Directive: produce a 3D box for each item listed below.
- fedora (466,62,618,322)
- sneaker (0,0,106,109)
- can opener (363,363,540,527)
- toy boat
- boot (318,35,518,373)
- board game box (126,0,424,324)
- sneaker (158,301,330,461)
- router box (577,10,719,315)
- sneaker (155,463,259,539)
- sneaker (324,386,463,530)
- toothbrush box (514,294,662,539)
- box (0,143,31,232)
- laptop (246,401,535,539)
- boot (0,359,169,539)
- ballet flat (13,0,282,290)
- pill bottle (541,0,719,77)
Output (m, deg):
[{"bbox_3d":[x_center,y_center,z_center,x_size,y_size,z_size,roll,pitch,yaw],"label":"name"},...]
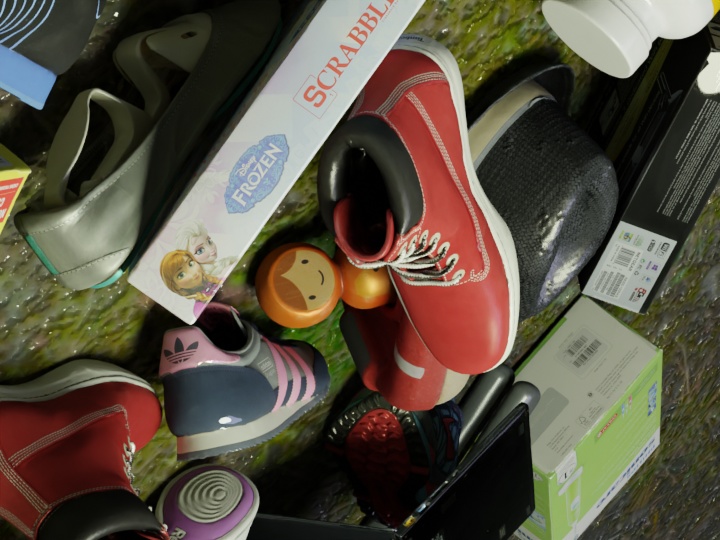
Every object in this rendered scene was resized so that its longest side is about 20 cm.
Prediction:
[{"bbox_3d":[0.107,-0.037,1.738,0.201,0.092,0.201,-43,156,-24],"label":"fedora"},{"bbox_3d":[-0.163,-0.127,1.084,0.078,0.070,0.200,-58,165,1],"label":"sneaker"},{"bbox_3d":[0.065,0.162,2.018,0.200,0.053,0.066,-54,158,3],"label":"can opener"},{"bbox_3d":[0.000,0.000,1.575,0.131,0.131,0.200,-12,143,-17],"label":"toy boat"},{"bbox_3d":[0.027,-0.007,1.398,0.144,0.072,0.200,-65,144,-56],"label":"boot"},{"bbox_3d":[-0.044,-0.075,1.319,0.200,0.041,0.200,-54,-173,3],"label":"board game box"},{"bbox_3d":[-0.068,0.052,1.558,0.070,0.082,0.200,-13,-173,13],"label":"sneaker"},{"bbox_3d":[0.206,-0.094,1.799,0.157,0.052,0.200,-95,-152,-60],"label":"router box"},{"bbox_3d":[-0.136,0.209,1.639,0.200,0.075,0.100,-37,153,-36],"label":"sneaker"},{"bbox_3d":[0.029,0.114,1.871,0.200,0.079,0.096,79,29,-62],"label":"sneaker"},{"bbox_3d":[0.172,0.133,2.149,0.146,0.086,0.200,-47,157,-16],"label":"toothbrush box"},{"bbox_3d":[-0.226,0.026,1.203,0.075,0.050,0.200,-13,135,-58],"label":"box"},{"bbox_3d":[0.013,0.166,1.814,0.200,0.116,0.187,-44,158,-16],"label":"laptop"},{"bbox_3d":[-0.135,0.116,1.405,0.072,0.144,0.200,-61,159,16],"label":"boot"},{"bbox_3d":[-0.102,-0.079,1.272,0.067,0.064,0.200,-12,-140,48],"label":"ballet flat"},{"bbox_3d":[0.204,-0.218,1.644,0.200,0.104,0.104,-50,159,-10],"label":"pill bottle"}]
